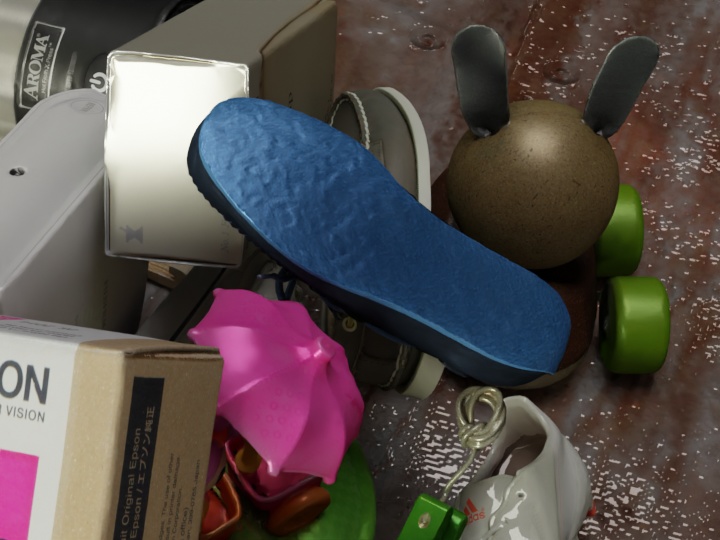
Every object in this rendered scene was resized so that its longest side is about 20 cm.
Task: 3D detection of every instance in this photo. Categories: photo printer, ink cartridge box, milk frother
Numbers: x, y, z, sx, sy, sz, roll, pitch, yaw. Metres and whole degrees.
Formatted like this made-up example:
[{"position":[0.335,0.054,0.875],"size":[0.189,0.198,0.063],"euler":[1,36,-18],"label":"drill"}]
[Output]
[{"position":[-0.164,0.014,1.069],"size":[0.069,0.167,0.200],"euler":[15,35,11],"label":"photo printer"},{"position":[-0.165,0.101,0.890],"size":[0.199,0.166,0.075],"euler":[7,1,31],"label":"ink cartridge box"},{"position":[-0.174,-0.144,1.293],"size":[0.187,0.200,0.182],"euler":[15,81,14],"label":"milk frother"}]

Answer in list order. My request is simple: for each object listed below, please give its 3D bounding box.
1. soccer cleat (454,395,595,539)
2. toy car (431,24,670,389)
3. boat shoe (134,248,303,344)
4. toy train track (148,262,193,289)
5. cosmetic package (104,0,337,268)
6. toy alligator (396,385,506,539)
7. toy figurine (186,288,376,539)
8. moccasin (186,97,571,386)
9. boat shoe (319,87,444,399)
[{"position":[0.069,0.144,1.015],"size":[0.069,0.078,0.201],"euler":[-19,29,26],"label":"soccer cleat"},{"position":[0.090,-0.052,1.156],"size":[0.163,0.201,0.158],"euler":[0,41,-7],"label":"toy car"},{"position":[-0.064,0.022,1.155],"size":[0.065,0.072,0.200],"euler":[31,41,7],"label":"boat shoe"},{"position":[-0.172,-0.037,1.234],"size":[0.199,0.033,0.115],"euler":[22,43,18],"label":"toy train track"},{"position":[-0.068,-0.078,1.091],"size":[0.073,0.104,0.200],"euler":[6,18,9],"label":"cosmetic package"},{"position":[0.020,0.149,0.992],"size":[0.059,0.054,0.201],"euler":[25,75,19],"label":"toy alligator"},{"position":[-0.074,0.085,0.967],"size":[0.199,0.184,0.151],"euler":[-26,69,-21],"label":"toy figurine"},{"position":[0.000,0.000,0.980],"size":[0.200,0.068,0.081],"euler":[37,63,-8],"label":"moccasin"},{"position":[0.001,-0.023,1.089],"size":[0.060,0.072,0.203],"euler":[8,45,-18],"label":"boat shoe"}]
